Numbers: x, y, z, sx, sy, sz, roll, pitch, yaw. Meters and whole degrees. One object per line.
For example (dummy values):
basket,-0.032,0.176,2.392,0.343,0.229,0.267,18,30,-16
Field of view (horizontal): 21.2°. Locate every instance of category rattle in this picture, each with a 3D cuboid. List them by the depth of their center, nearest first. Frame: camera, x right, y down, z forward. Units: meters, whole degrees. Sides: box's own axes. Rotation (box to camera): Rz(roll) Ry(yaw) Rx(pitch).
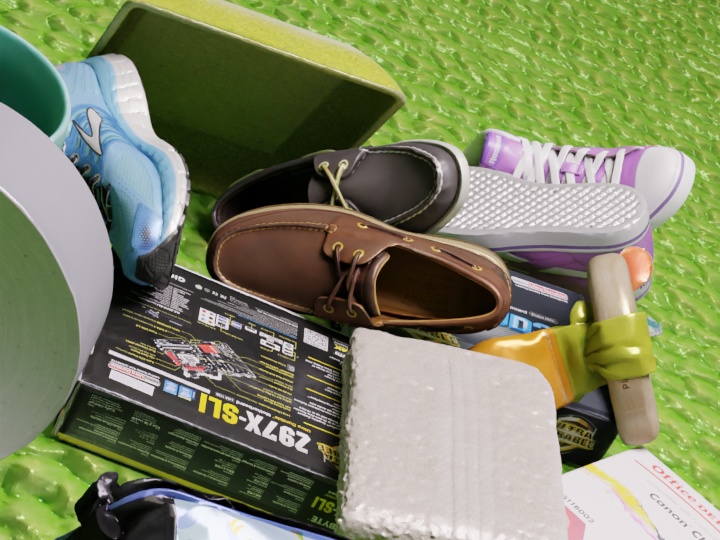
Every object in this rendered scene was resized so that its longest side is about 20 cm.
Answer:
rattle,0.138,0.049,1.308,0.130,0.143,0.200,57,14,-22

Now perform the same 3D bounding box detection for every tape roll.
tape roll,-0.229,0.004,0.966,0.200,0.200,0.066,25,31,-7

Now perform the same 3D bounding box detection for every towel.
towel,0.051,0.107,1.118,0.132,0.035,0.200,12,30,-4

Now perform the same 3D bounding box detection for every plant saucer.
plant saucer,-0.097,-0.123,1.315,0.200,0.200,0.048,18,60,-21

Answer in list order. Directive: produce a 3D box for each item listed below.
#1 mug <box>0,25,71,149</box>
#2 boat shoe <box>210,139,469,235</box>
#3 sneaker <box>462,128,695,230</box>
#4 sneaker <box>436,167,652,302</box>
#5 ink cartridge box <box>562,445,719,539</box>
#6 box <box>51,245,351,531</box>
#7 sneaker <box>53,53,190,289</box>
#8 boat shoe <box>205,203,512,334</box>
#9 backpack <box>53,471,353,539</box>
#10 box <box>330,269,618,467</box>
mug,-0.249,-0.071,1.071,0.152,0.115,0.185,12,34,-17
boat shoe,-0.016,-0.046,1.294,0.061,0.201,0.072,4,78,-46
sneaker,0.153,-0.071,1.487,0.114,0.200,0.073,31,63,-36
sneaker,0.124,-0.012,1.465,0.200,0.114,0.073,9,51,23
ink cartridge box,0.170,0.177,1.189,0.116,0.068,0.200,42,30,26
box,-0.076,0.074,1.159,0.200,0.049,0.160,22,30,-12
sneaker,-0.166,-0.058,1.179,0.090,0.078,0.200,-3,39,-26
boat shoe,0.000,0.001,1.225,0.200,0.072,0.068,9,7,-2
backpack,-0.057,0.197,0.833,0.200,0.183,0.147,17,52,-29
box,0.075,0.048,1.344,0.200,0.046,0.159,19,30,-17
